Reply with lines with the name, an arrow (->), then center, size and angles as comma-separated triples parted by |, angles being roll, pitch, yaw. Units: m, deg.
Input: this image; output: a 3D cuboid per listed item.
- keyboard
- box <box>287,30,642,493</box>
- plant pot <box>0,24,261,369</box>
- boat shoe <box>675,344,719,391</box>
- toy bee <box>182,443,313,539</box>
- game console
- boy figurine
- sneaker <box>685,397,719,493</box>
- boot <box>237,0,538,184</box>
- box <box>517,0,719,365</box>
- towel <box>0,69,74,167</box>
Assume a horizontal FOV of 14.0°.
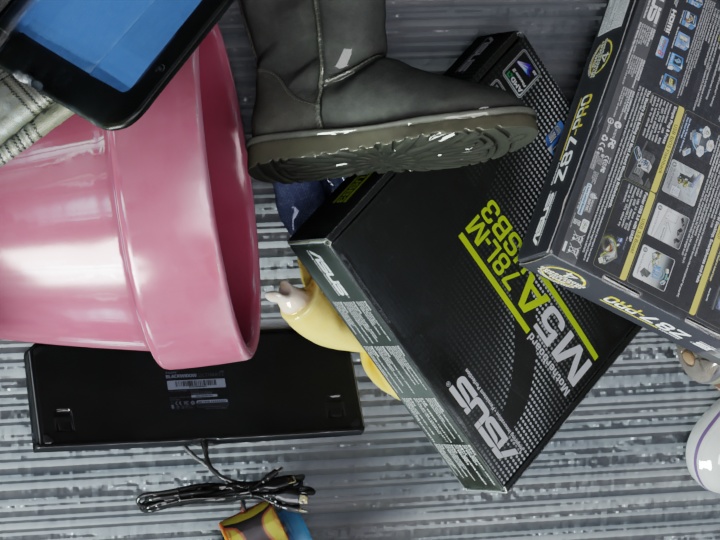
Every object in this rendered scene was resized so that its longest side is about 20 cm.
keyboard -> -0.095, 0.093, 1.731 | 0.199, 0.127, 0.021 | -2, 146, -12
box -> 0.078, -0.005, 1.725 | 0.193, 0.047, 0.200 | -48, 115, -30
plant pot -> -0.159, -0.039, 1.638 | 0.178, 0.200, 0.201 | -7, 107, 4
boat shoe -> 0.278, -0.005, 1.809 | 0.072, 0.076, 0.200 | 33, 100, -30
toy bee -> -0.061, 0.184, 1.758 | 0.131, 0.109, 0.200 | -45, 110, 4
game console -> -0.142, -0.202, 1.516 | 0.176, 0.116, 0.200 | 42, 79, -20
boy figurine -> 0.000, 0.000, 1.736 | 0.124, 0.064, 0.200 | -31, 108, -27
sneaker -> 0.308, 0.100, 1.819 | 0.200, 0.114, 0.073 | -19, 110, -6
boot -> 0.006, -0.157, 1.646 | 0.181, 0.073, 0.201 | -3, 74, 7
box -> 0.198, -0.063, 1.740 | 0.161, 0.049, 0.200 | 25, 73, -18
towel -> -0.219, -0.133, 1.596 | 0.200, 0.193, 0.035 | -36, 140, -3
